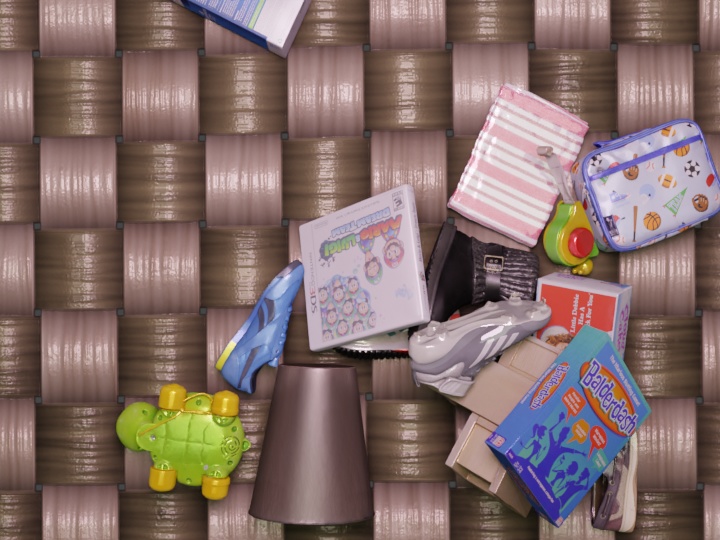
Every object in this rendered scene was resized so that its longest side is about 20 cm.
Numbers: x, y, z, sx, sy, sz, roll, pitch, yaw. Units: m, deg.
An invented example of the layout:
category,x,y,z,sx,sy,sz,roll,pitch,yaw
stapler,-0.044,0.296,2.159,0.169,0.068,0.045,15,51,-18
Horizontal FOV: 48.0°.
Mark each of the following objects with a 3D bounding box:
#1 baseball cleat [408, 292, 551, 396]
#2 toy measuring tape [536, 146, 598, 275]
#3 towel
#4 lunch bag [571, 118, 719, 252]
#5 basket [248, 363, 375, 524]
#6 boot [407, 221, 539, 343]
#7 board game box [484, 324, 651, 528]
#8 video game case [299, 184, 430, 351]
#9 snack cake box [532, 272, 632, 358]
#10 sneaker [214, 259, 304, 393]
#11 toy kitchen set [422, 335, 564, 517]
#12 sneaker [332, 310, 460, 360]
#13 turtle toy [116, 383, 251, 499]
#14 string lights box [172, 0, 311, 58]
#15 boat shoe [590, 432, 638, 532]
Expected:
category,x,y,z,sx,sy,sz,roll,pitch,yaw
baseball cleat,0.156,0.099,1.051,0.195,0.070,0.109,-12,114,-8
toy measuring tape,0.279,-0.073,1.140,0.073,0.074,0.202,-30,111,-1
towel,0.230,-0.153,1.181,0.144,0.030,0.203,25,92,0
lunch bag,0.403,-0.122,1.154,0.196,0.076,0.164,-20,91,-4
basket,-0.065,0.234,1.127,0.176,0.136,0.205,2,86,-8
boot,0.160,0.035,1.115,0.155,0.080,0.214,22,57,1
board game box,0.264,0.194,1.013,0.200,0.045,0.153,-46,118,-14
video game case,0.000,0.000,1.104,0.197,0.023,0.186,-18,71,36
snack cake box,0.298,0.114,1.114,0.113,0.067,0.205,12,105,34
sneaker,-0.125,0.082,1.154,0.078,0.066,0.202,35,95,8
toy kitchen set,0.187,0.198,1.129,0.161,0.181,0.202,24,77,33
sneaker,0.051,0.075,1.164,0.195,0.070,0.096,-2,75,0
turtle toy,-0.249,0.231,1.138,0.195,0.101,0.149,8,89,0
string lights box,-0.177,-0.402,1.162,0.197,0.059,0.104,27,89,0
boat shoe,0.355,0.274,1.157,0.063,0.072,0.205,-3,95,-4
